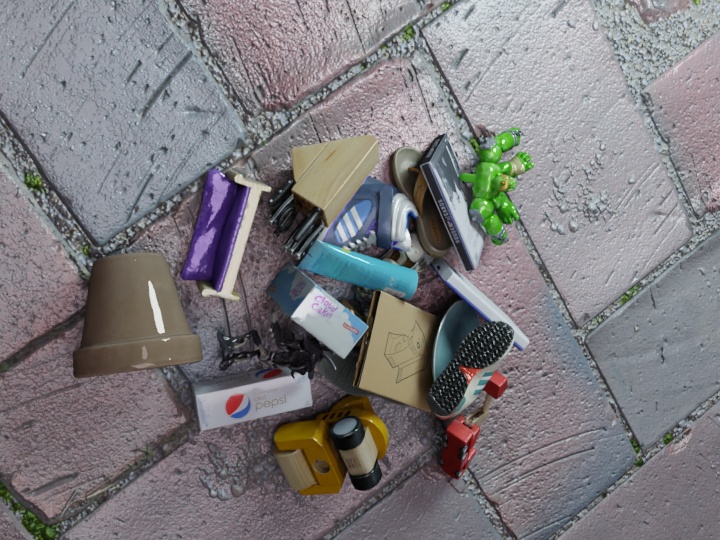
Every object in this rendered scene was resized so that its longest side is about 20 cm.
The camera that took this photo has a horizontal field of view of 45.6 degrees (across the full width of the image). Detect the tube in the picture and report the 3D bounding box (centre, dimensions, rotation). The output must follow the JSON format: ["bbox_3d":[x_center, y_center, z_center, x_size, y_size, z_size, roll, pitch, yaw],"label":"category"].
[{"bbox_3d":[0.000,0.000,1.416,0.196,0.051,0.078,16,133,-23],"label":"tube"}]

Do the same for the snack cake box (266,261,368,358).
[{"bbox_3d":[-0.075,0.061,1.398,0.115,0.200,0.068,41,87,-21],"label":"snack cake box"}]

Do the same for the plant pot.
[{"bbox_3d":[-0.353,0.068,1.334,0.196,0.200,0.179,-7,84,-16],"label":"plant pot"}]

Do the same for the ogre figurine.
[{"bbox_3d":[0.237,-0.151,1.508,0.119,0.098,0.203,1,118,-52],"label":"ogre figurine"}]

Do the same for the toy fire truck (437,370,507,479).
[{"bbox_3d":[0.206,0.282,1.577,0.141,0.048,0.202,-45,153,-31],"label":"toy fire truck"}]

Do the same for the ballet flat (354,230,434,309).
[{"bbox_3d":[0.067,-0.014,1.493,0.200,0.072,0.072,-43,110,-4],"label":"ballet flat"}]

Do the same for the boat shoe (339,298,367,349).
[{"bbox_3d":[0.037,0.119,1.514,0.197,0.073,0.064,26,95,-21],"label":"boat shoe"}]

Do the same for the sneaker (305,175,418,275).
[{"bbox_3d":[0.011,-0.052,1.439,0.145,0.081,0.202,31,85,12],"label":"sneaker"}]

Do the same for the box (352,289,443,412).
[{"bbox_3d":[0.073,0.140,1.467,0.198,0.021,0.167,25,73,-44],"label":"box"}]

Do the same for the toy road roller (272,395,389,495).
[{"bbox_3d":[-0.044,0.301,1.514,0.196,0.147,0.125,-12,115,23],"label":"toy road roller"}]

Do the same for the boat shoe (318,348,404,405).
[{"bbox_3d":[0.015,0.182,1.532,0.198,0.065,0.076,18,107,-15],"label":"boat shoe"}]

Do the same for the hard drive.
[{"bbox_3d":[0.207,0.052,1.524,0.199,0.132,0.025,40,98,-21],"label":"hard drive"}]

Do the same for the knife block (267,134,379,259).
[{"bbox_3d":[-0.055,-0.115,1.384,0.195,0.064,0.179,-10,67,0],"label":"knife block"}]

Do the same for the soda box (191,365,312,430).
[{"bbox_3d":[-0.185,0.212,1.463,0.195,0.068,0.065,-10,104,-16],"label":"soda box"}]

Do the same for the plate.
[{"bbox_3d":[0.168,0.153,1.542,0.199,0.025,0.205,-14,107,-56],"label":"plate"}]

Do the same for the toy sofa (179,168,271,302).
[{"bbox_3d":[-0.222,-0.059,1.389,0.096,0.083,0.204,15,96,-21],"label":"toy sofa"}]

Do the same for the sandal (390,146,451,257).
[{"bbox_3d":[0.116,-0.123,1.478,0.079,0.054,0.204,-16,83,-28],"label":"sandal"}]

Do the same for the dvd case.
[{"bbox_3d":[0.164,-0.119,1.477,0.024,0.151,0.203,-16,110,24],"label":"dvd case"}]

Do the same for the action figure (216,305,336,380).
[{"bbox_3d":[-0.136,0.120,1.417,0.195,0.104,0.120,1,140,4],"label":"action figure"}]

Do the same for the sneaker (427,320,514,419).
[{"bbox_3d":[0.188,0.173,1.467,0.070,0.094,0.200,37,78,20],"label":"sneaker"}]
